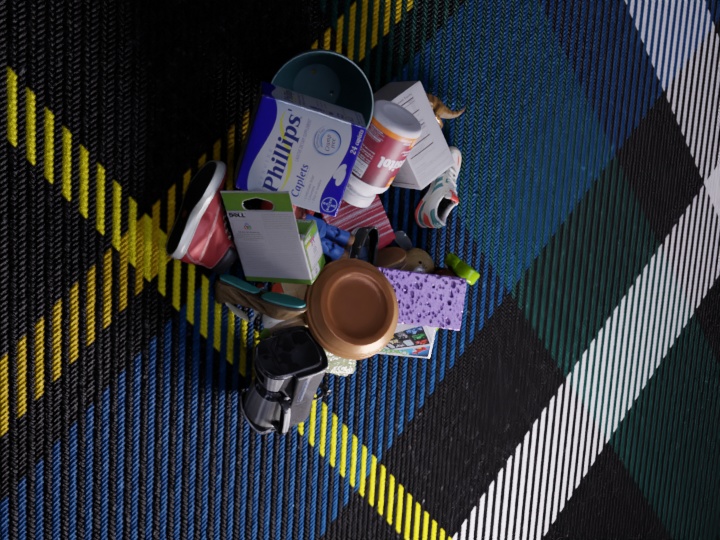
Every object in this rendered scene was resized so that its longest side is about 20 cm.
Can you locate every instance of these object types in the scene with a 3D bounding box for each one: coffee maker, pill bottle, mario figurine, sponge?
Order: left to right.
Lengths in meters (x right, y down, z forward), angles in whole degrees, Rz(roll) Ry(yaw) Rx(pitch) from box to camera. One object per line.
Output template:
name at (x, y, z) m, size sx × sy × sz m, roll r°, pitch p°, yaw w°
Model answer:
coffee maker at (-0.137, 0.206, 1.603) m, size 0.192 × 0.135 × 0.200 m, roll -38°, pitch 160°, yaw -41°
mario figurine at (-0.116, -0.086, 1.631) m, size 0.200 × 0.124 × 0.106 m, roll 33°, pitch 114°, yaw -19°
pill bottle at (0.029, -0.229, 1.617) m, size 0.113 × 0.113 × 0.200 m, roll 5°, pitch 131°, yaw -36°
sponge at (0.118, 0.059, 1.684) m, size 0.199 × 0.030 × 0.112 m, roll 7°, pitch 91°, yaw -12°

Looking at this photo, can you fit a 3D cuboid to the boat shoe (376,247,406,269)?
boat shoe at (0.006, 0.010, 1.735) m, size 0.199 × 0.070 × 0.071 m, roll -18°, pitch 125°, yaw -8°

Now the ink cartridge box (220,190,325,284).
ink cartridge box at (-0.161, -0.078, 1.522) m, size 0.076 × 0.147 × 0.201 m, roll -60°, pitch 146°, yaw -50°

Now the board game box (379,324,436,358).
board game box at (0.062, 0.116, 1.723) m, size 0.199 × 0.035 × 0.127 m, roll 7°, pitch 108°, yaw -12°

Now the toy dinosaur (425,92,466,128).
toy dinosaur at (0.170, -0.355, 1.799) m, size 0.199 × 0.060 × 0.107 m, roll 20°, pitch 86°, yaw -37°

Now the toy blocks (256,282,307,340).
toy blocks at (-0.132, 0.049, 1.631) m, size 0.199 × 0.100 × 0.137 m, roll -16°, pitch 83°, yaw -15°

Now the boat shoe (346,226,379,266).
boat shoe at (0.000, 0.000, 1.648) m, size 0.068 × 0.056 × 0.201 m, roll 23°, pitch 64°, yaw -38°

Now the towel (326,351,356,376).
towel at (-0.082, 0.145, 1.732) m, size 0.199 × 0.036 × 0.149 m, roll 13°, pitch 91°, yaw -35°

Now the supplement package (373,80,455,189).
supplement package at (0.097, -0.289, 1.726) m, size 0.109 × 0.114 × 0.200 m, roll -39°, pitch 119°, yaw -22°

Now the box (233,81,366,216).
box at (-0.113, -0.220, 1.483) m, size 0.199 × 0.105 × 0.185 m, roll 15°, pitch 114°, yaw -13°

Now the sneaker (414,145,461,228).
sneaker at (0.198, -0.184, 1.831) m, size 0.070 × 0.093 × 0.200 m, roll 28°, pitch 83°, yaw -36°

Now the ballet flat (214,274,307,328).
ballet flat at (-0.195, 0.068, 1.557) m, size 0.068 × 0.199 × 0.073 m, roll -29°, pitch 134°, yaw -67°

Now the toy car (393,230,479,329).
toy car at (0.129, 0.005, 1.796) m, size 0.200 × 0.158 × 0.164 m, roll 37°, pitch 95°, yaw -18°

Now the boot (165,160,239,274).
boot at (-0.266, -0.098, 1.537) m, size 0.144 × 0.072 × 0.201 m, roll 22°, pitch 93°, yaw -38°

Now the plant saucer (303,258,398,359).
plant saucer at (-0.011, 0.071, 1.572) m, size 0.199 × 0.037 × 0.201 m, roll 6°, pitch 75°, yaw -23°

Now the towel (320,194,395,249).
towel at (-0.018, -0.125, 1.713) m, size 0.144 × 0.022 × 0.201 m, roll -28°, pitch 101°, yaw -26°

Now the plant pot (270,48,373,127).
plant pot at (-0.082, -0.336, 1.561) m, size 0.199 × 0.135 × 0.201 m, roll -3°, pitch 118°, yaw -6°
